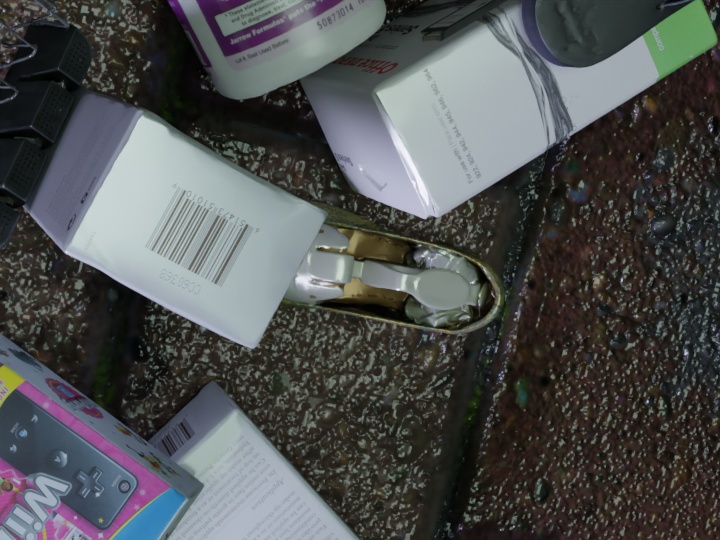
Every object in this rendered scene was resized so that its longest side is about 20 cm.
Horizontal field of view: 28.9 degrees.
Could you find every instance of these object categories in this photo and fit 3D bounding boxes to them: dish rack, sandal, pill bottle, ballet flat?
[{"bbox_3d":[-0.234,-0.108,0.709,0.200,0.054,0.154,38,62,-41],"label":"dish rack"},{"bbox_3d":[0.177,-0.175,0.747,0.200,0.043,0.076,-41,109,-9],"label":"sandal"},{"bbox_3d":[-0.074,-0.206,0.771,0.112,0.112,0.200,-31,109,-11],"label":"pill bottle"},{"bbox_3d":[0.000,0.000,0.861,0.199,0.071,0.071,12,96,-21],"label":"ballet flat"}]

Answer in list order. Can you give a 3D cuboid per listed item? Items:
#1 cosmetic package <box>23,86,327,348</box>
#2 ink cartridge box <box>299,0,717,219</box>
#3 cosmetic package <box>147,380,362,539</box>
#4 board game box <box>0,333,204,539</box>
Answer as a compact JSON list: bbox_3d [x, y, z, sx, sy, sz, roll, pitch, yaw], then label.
[{"bbox_3d":[-0.109,-0.035,0.745,0.113,0.200,0.081,29,91,-25],"label":"cosmetic package"},{"bbox_3d":[0.081,-0.123,0.823,0.200,0.145,0.084,-31,108,-12],"label":"ink cartridge box"},{"bbox_3d":[-0.058,0.178,0.871,0.101,0.071,0.200,-42,110,-7],"label":"cosmetic package"},{"bbox_3d":[-0.211,0.123,0.773,0.200,0.064,0.148,35,88,2],"label":"board game box"}]
